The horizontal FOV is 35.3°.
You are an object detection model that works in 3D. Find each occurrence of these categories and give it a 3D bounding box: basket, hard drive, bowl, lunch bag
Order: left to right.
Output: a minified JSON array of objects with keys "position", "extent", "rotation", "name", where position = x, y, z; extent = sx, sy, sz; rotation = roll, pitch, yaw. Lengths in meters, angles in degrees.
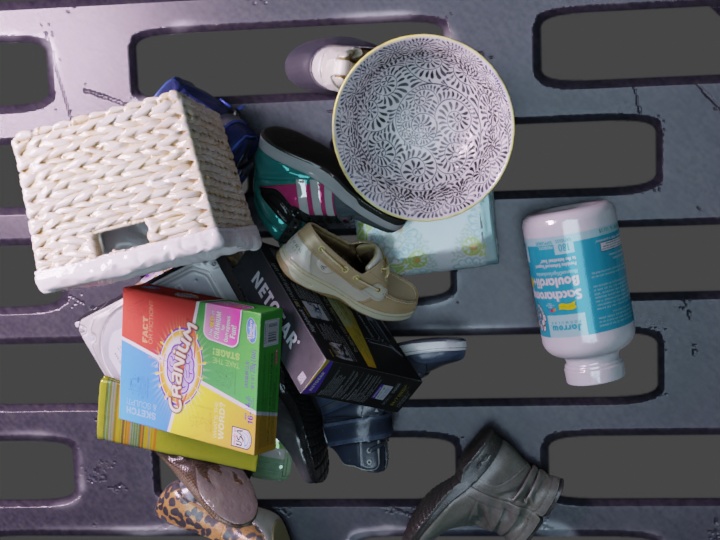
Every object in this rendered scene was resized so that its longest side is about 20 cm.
[{"position":[-0.226,-0.076,1.173],"extent":[0.195,0.200,0.163],"rotation":[-13,89,7],"name":"basket"},{"position":[-0.219,0.075,1.328],"extent":[0.198,0.038,0.141],"rotation":[-25,102,14],"name":"hard drive"},{"position":[-0.206,-0.123,1.330],"extent":[0.132,0.136,0.201],"rotation":[40,98,0],"name":"lunch bag"},{"position":[0.071,-0.163,1.263],"extent":[0.198,0.094,0.204],"rotation":[1,105,5],"name":"bowl"}]

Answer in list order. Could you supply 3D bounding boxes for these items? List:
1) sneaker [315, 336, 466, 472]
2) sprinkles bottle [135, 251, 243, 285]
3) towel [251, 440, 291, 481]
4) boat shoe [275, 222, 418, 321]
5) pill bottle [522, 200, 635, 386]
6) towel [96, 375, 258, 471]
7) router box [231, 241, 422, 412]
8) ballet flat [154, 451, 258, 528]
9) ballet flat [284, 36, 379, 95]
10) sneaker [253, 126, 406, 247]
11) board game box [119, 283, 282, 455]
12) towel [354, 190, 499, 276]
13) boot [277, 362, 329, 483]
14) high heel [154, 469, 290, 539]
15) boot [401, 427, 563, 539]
[{"position":[0.043,0.160,1.356],"extent":[0.200,0.077,0.148],"rotation":[-14,84,18],"name":"sneaker"},{"position":[-0.235,0.026,1.384],"extent":[0.199,0.068,0.069],"rotation":[-36,92,8],"name":"sprinkles bottle"},{"position":[-0.148,0.154,1.413],"extent":[0.150,0.023,0.203],"rotation":[10,99,6],"name":"towel"},{"position":[0.000,0.000,1.289],"extent":[0.198,0.074,0.069],"rotation":[20,119,-38],"name":"boat shoe"},{"position":[0.255,0.027,1.307],"extent":[0.109,0.111,0.203],"rotation":[-11,95,7],"name":"pill bottle"},{"position":[-0.213,0.181,1.337],"extent":[0.197,0.018,0.087],"rotation":[12,116,1],"name":"towel"},{"position":[-0.039,0.062,1.274],"extent":[0.052,0.156,0.201],"rotation":[-51,47,20],"name":"router box"},{"position":[-0.196,0.244,1.372],"extent":[0.199,0.067,0.047],"rotation":[38,136,27],"name":"ballet flat"},{"position":[0.005,-0.238,1.327],"extent":[0.197,0.073,0.074],"rotation":[7,97,6],"name":"ballet flat"},{"position":[-0.047,-0.069,1.320],"extent":[0.199,0.084,0.122],"rotation":[32,123,13],"name":"sneaker"},{"position":[-0.178,0.105,1.237],"extent":[0.198,0.040,0.155],"rotation":[8,99,32],"name":"board game box"},{"position":[0.073,-0.098,1.348],"extent":[0.169,0.048,0.203],"rotation":[-6,96,10],"name":"towel"},{"position":[-0.126,0.181,1.374],"extent":[0.130,0.070,0.202],"rotation":[-25,81,14],"name":"boot"},{"position":[-0.167,0.344,1.419],"extent":[0.141,0.071,0.202],"rotation":[-24,94,18],"name":"high heel"},{"position":[0.148,0.302,1.377],"extent":[0.130,0.068,0.201],"rotation":[39,100,-5],"name":"boot"}]
